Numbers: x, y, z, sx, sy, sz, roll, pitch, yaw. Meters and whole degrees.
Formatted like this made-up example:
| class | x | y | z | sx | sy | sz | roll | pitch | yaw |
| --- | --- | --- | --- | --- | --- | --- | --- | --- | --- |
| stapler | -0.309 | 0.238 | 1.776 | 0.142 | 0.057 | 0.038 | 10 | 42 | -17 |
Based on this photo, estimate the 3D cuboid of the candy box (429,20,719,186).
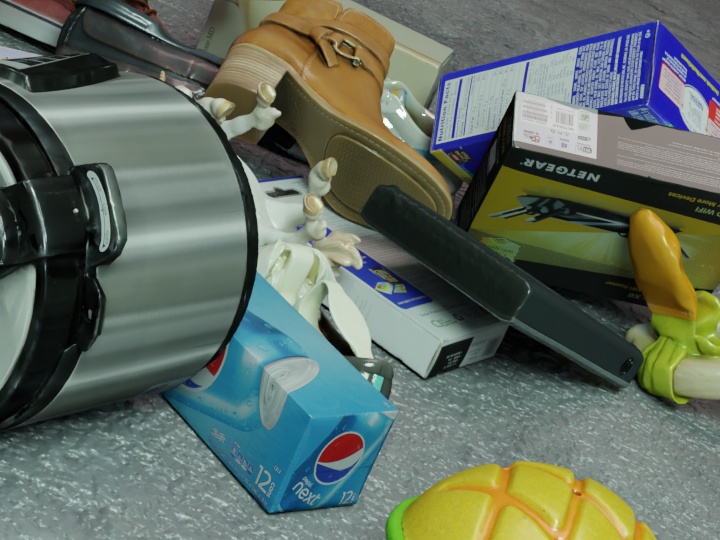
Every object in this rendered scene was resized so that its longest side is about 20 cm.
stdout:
| class | x | y | z | sx | sy | sz | roll | pitch | yaw |
| --- | --- | --- | --- | --- | --- | --- | --- | --- | --- |
| candy box | 0.179 | -0.098 | 1.311 | 0.199 | 0.078 | 0.169 | -9 | -32 | 40 |

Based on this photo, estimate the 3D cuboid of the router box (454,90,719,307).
| class | x | y | z | sx | sy | sz | roll | pitch | yaw |
| --- | --- | --- | --- | --- | --- | --- | --- | --- | --- |
| router box | 0.181 | -0.045 | 1.248 | 0.198 | 0.158 | 0.053 | 12 | 57 | -7 |

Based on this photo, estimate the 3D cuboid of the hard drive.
| class | x | y | z | sx | sy | sz | roll | pitch | yaw |
| --- | --- | --- | --- | --- | --- | --- | --- | --- | --- |
| hard drive | 0.099 | 0.012 | 1.156 | 0.139 | 0.033 | 0.200 | 37 | 4 | 33 |

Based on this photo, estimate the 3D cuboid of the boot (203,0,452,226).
| class | x | y | z | sx | sy | sz | roll | pitch | yaw |
| --- | --- | --- | --- | --- | --- | --- | --- | --- | --- |
| boot | -0.004 | -0.118 | 1.241 | 0.198 | 0.077 | 0.156 | 25 | 40 | 7 |

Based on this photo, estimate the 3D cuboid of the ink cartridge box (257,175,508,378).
| class | x | y | z | sx | sy | sz | roll | pitch | yaw |
| --- | --- | --- | --- | --- | --- | --- | --- | --- | --- |
| ink cartridge box | 0.000 | 0.000 | 1.174 | 0.199 | 0.037 | 0.094 | 38 | 25 | 24 |

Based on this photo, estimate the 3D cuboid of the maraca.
| class | x | y | z | sx | sy | sz | roll | pitch | yaw |
| --- | --- | --- | --- | --- | --- | --- | --- | --- | --- |
| maraca | 0.103 | 0.154 | 0.835 | 0.198 | 0.108 | 0.137 | 13 | 24 | -26 |

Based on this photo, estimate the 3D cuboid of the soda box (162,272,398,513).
| class | x | y | z | sx | sy | sz | roll | pitch | yaw |
| --- | --- | --- | --- | --- | --- | --- | --- | --- | --- |
| soda box | -0.071 | 0.048 | 0.956 | 0.067 | 0.065 | 0.200 | 1 | 31 | -44 |

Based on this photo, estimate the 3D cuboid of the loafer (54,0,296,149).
| class | x | y | z | sx | sy | sz | roll | pitch | yaw |
| --- | --- | --- | --- | --- | --- | --- | --- | --- | --- |
| loafer | -0.136 | -0.137 | 1.289 | 0.199 | 0.063 | 0.072 | 30 | -12 | -1 |

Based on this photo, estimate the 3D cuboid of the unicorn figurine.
| class | x | y | z | sx | sy | sz | roll | pitch | yaw |
| --- | --- | --- | --- | --- | --- | --- | --- | --- | --- |
| unicorn figurine | -0.087 | -0.066 | 1.112 | 0.073 | 0.137 | 0.202 | -19 | 80 | -39 |

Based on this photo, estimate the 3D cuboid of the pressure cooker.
| class | x | y | z | sx | sy | sz | roll | pitch | yaw |
| --- | --- | --- | --- | --- | --- | --- | --- | --- | --- |
| pressure cooker | -0.167 | -0.011 | 0.841 | 0.178 | 0.177 | 0.199 | 39 | 27 | 25 |

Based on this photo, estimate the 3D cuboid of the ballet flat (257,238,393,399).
| class | x | y | z | sx | sy | sz | roll | pitch | yaw |
| --- | --- | --- | --- | --- | --- | --- | --- | --- | --- |
| ballet flat | -0.036 | 0.027 | 1.031 | 0.068 | 0.069 | 0.200 | 11 | 25 | -42 |

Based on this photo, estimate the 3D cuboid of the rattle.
| class | x | y | z | sx | sy | sz | roll | pitch | yaw |
| --- | --- | --- | --- | --- | --- | --- | --- | --- | --- |
| rattle | 0.292 | 0.016 | 1.241 | 0.198 | 0.145 | 0.130 | -7 | 2 | -2 |

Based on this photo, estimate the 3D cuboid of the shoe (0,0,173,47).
| class | x | y | z | sx | sy | sz | roll | pitch | yaw |
| --- | --- | --- | --- | --- | --- | --- | --- | --- | --- |
| shoe | -0.189 | -0.206 | 1.355 | 0.198 | 0.092 | 0.071 | 23 | 9 | -1 |

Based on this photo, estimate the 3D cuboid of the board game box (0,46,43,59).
| class | x | y | z | sx | sy | sz | roll | pitch | yaw |
| --- | --- | --- | --- | --- | --- | --- | --- | --- | --- |
| board game box | -0.247 | -0.093 | 1.088 | 0.198 | 0.042 | 0.200 | 12 | 25 | -10 |

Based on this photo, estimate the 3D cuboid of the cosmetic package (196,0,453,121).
| class | x | y | z | sx | sy | sz | roll | pitch | yaw |
| --- | --- | --- | --- | --- | --- | --- | --- | --- | --- |
| cosmetic package | -0.033 | -0.178 | 1.453 | 0.198 | 0.104 | 0.073 | 25 | 22 | 4 |

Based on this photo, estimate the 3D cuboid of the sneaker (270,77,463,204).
| class | x | y | z | sx | sy | sz | roll | pitch | yaw |
| --- | --- | --- | --- | --- | --- | --- | --- | --- | --- |
| sneaker | -0.003 | -0.121 | 1.385 | 0.198 | 0.081 | 0.077 | 22 | 24 | -3 |
